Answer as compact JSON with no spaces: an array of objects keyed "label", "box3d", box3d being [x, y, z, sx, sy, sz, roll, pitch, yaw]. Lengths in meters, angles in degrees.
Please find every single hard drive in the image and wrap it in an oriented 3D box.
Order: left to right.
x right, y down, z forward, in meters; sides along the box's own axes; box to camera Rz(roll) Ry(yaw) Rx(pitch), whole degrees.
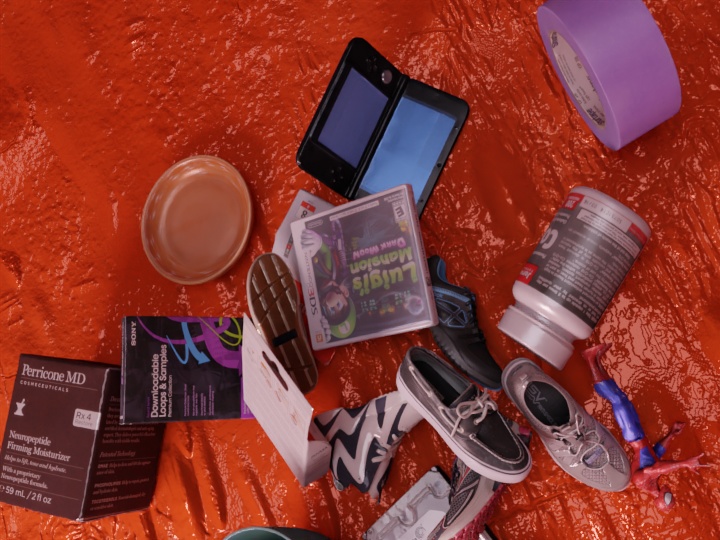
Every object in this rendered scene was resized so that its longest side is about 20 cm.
[{"label":"hard drive","box3d":[0.112,0.374,0.920,0.139,0.038,0.201,-43,69,6]}]

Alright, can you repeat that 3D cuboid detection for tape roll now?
[{"label":"tape roll","box3d":[0.302,-0.257,0.888,0.084,0.200,0.203,-30,72,11]}]

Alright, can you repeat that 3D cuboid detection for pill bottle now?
[{"label":"pill bottle","box3d":[0.260,0.011,0.897,0.113,0.114,0.203,32,90,21]}]

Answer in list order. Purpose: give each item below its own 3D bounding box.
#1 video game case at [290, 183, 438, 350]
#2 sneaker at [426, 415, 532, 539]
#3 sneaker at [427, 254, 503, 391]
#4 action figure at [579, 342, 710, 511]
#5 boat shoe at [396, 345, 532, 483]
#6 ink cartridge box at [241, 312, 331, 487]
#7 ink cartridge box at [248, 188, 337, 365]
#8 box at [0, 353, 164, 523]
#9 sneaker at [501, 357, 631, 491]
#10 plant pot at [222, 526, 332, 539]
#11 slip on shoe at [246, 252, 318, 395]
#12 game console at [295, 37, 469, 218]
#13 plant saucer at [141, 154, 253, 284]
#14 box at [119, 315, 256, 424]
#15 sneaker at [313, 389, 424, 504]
[{"label":"video game case","box3d":[0.000,0.000,0.974,0.196,0.023,0.187,-15,84,31]},{"label":"sneaker","box3d":[0.137,0.266,0.890,0.074,0.082,0.200,25,54,25]},{"label":"sneaker","box3d":[0.129,0.068,0.953,0.082,0.073,0.201,-42,71,6]},{"label":"action figure","box3d":[0.345,0.177,0.858,0.098,0.065,0.205,-26,72,30]},{"label":"boat shoe","box3d":[0.127,0.166,0.863,0.073,0.069,0.199,-31,64,-31]},{"label":"ink cartridge box","box3d":[-0.094,0.161,0.923,0.047,0.203,0.161,-24,57,-28]},{"label":"ink cartridge box","box3d":[-0.068,0.006,1.045,0.160,0.050,0.203,29,87,22]},{"label":"box","box3d":[-0.398,0.238,1.051,0.162,0.164,0.206,5,81,19]},{"label":"sneaker","box3d":[0.248,0.195,0.872,0.199,0.082,0.075,43,94,4]},{"label":"plant pot","box3d":[-0.084,0.420,0.903,0.196,0.160,0.207,-7,76,27]},{"label":"slip on shoe","box3d":[-0.112,0.078,1.022,0.074,0.061,0.205,-20,88,-17]},{"label":"game console","box3d":[0.032,-0.194,1.017,0.117,0.169,0.204,23,87,47]},{"label":"plant saucer","box3d":[-0.251,-0.077,1.129,0.195,0.037,0.206,-4,79,19]},{"label":"box","box3d":[-0.236,0.139,1.017,0.195,0.036,0.147,2,78,-26]},{"label":"sneaker","box3d":[0.036,0.234,0.951,0.195,0.079,0.133,-18,76,14]}]
